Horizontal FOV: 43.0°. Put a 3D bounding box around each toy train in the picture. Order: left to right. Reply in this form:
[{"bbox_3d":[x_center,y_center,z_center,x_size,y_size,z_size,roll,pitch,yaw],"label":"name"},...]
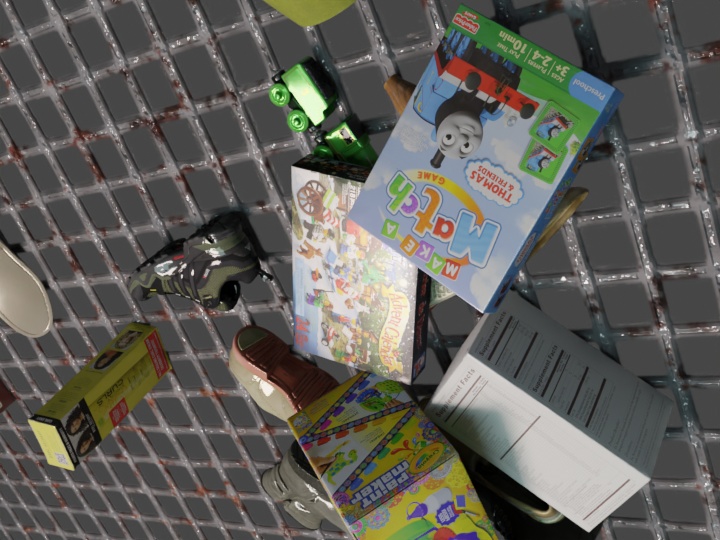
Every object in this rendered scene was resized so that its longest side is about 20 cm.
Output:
[{"bbox_3d":[-0.014,-0.115,0.883,0.056,0.042,0.201,-29,104,31],"label":"toy train"}]

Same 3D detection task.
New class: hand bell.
[{"bbox_3d":[0.094,-0.100,0.811,0.200,0.104,0.105,45,135,12],"label":"hand bell"}]

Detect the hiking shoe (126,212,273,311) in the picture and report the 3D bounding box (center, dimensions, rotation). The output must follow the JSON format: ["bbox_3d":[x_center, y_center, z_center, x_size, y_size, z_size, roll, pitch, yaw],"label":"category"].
[{"bbox_3d":[-0.192,0.013,1.059,0.199,0.076,0.101,-23,105,39],"label":"hiking shoe"}]

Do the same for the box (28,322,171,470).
[{"bbox_3d":[-0.324,0.155,1.156,0.049,0.200,0.076,5,124,28],"label":"box"}]

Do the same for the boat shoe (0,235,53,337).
[{"bbox_3d":[-0.490,0.001,1.261,0.201,0.072,0.063,61,173,-26],"label":"boat shoe"}]

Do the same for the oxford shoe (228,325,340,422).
[{"bbox_3d":[-0.078,0.152,1.100,0.200,0.071,0.074,43,139,11],"label":"oxford shoe"}]

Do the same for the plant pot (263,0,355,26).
[{"bbox_3d":[-0.067,-0.300,0.706,0.185,0.189,0.200,-13,130,37],"label":"plant pot"}]

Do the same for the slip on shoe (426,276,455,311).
[{"bbox_3d":[0.064,0.005,0.907,0.074,0.061,0.200,44,129,5],"label":"slip on shoe"}]

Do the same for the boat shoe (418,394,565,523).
[{"bbox_3d":[0.130,0.190,0.960,0.199,0.076,0.072,28,93,29],"label":"boat shoe"}]

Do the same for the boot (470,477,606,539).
[{"bbox_3d":[0.157,0.279,0.993,0.198,0.139,0.078,-5,120,35],"label":"boot"}]

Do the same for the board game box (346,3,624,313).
[{"bbox_3d":[0.096,-0.091,0.748,0.151,0.036,0.202,35,106,23],"label":"board game box"}]

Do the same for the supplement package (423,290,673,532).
[{"bbox_3d":[0.181,0.133,0.892,0.199,0.110,0.114,35,135,5],"label":"supplement package"}]

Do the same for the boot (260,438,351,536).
[{"bbox_3d":[-0.036,0.309,1.195,0.200,0.068,0.131,43,139,8],"label":"boot"}]

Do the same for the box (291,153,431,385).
[{"bbox_3d":[0.000,0.000,0.880,0.135,0.038,0.203,15,121,24],"label":"box"}]

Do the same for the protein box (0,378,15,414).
[{"bbox_3d":[-0.698,0.175,1.447,0.196,0.135,0.202,-9,117,35],"label":"protein box"}]

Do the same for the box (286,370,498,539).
[{"bbox_3d":[0.042,0.238,0.931,0.202,0.121,0.193,64,171,-29],"label":"box"}]
